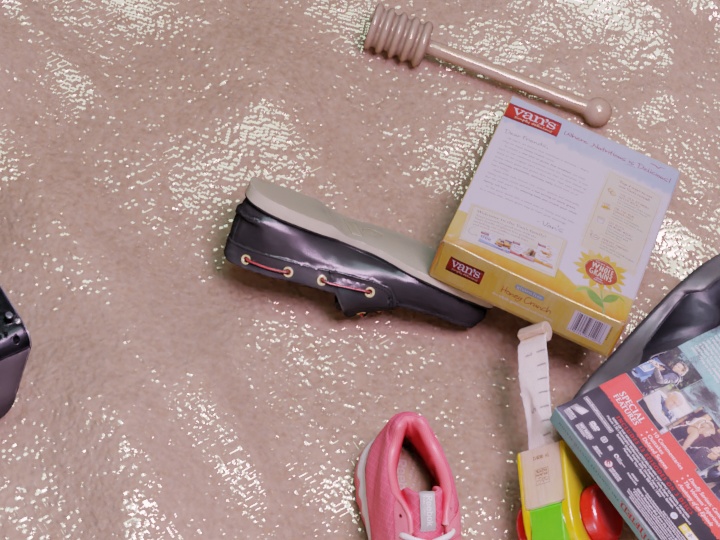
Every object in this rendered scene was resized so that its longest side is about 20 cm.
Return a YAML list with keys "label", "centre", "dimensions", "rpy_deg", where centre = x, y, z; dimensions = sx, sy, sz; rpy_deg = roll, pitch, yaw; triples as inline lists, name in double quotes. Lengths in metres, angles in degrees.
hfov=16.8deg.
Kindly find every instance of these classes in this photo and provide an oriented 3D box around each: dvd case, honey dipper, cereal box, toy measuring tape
- label: "dvd case"
  centre: [0.247, 0.113, 1.656]
  dimensions: [0.199, 0.022, 0.146]
  rpy_deg: [-25, 64, -27]
- label: "honey dipper"
  centre: [0.101, -0.155, 1.879]
  dimensions: [0.199, 0.038, 0.038]
  rpy_deg: [20, 57, -2]
- label: "cereal box"
  centre: [0.145, -0.036, 1.781]
  dimensions: [0.143, 0.040, 0.200]
  rpy_deg: [25, 40, 3]
- label: "toy measuring tape"
  centre: [0.141, 0.138, 1.684]
  dimensions: [0.073, 0.074, 0.201]
  rpy_deg: [1, 66, -11]

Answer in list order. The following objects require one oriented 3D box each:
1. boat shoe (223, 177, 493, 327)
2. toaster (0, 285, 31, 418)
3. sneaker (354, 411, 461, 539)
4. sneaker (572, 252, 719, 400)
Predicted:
- label: "boat shoe"
  centre: [0.000, -0.001, 1.753]
  dimensions: [0.200, 0.063, 0.074]
  rpy_deg: [21, 15, -12]
- label: "toaster"
  centre: [-0.341, 0.040, 1.622]
  dimensions: [0.199, 0.119, 0.181]
  rpy_deg: [-26, 67, -24]
- label: "sneaker"
  centre: [0.035, 0.186, 1.628]
  dimensions: [0.073, 0.087, 0.201]
  rpy_deg: [-4, 61, -12]
- label: "sneaker"
  centre: [0.242, 0.075, 1.746]
  dimensions: [0.114, 0.076, 0.199]
  rpy_deg: [38, 63, 10]
